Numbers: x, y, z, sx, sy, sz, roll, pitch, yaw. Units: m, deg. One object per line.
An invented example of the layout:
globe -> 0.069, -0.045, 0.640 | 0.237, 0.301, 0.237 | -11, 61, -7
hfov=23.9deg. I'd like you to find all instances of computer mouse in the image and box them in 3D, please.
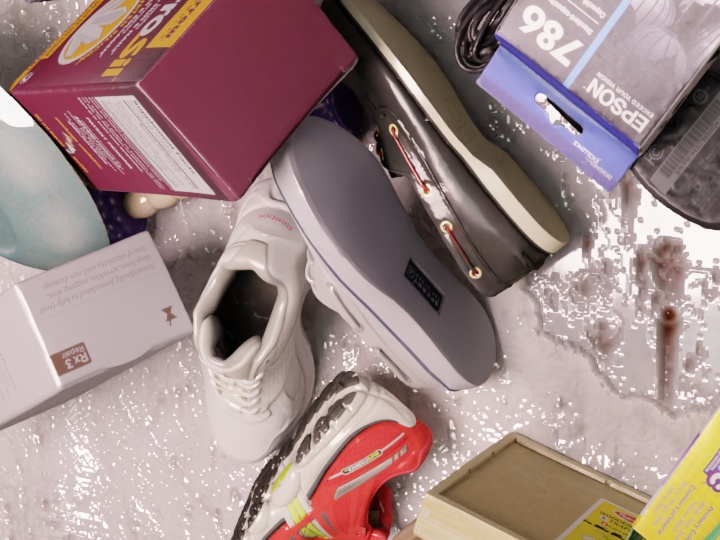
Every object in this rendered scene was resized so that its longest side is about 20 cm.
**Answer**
computer mouse -> 0.161, -0.122, 0.916 | 0.199, 0.046, 0.141 | 36, 99, 15

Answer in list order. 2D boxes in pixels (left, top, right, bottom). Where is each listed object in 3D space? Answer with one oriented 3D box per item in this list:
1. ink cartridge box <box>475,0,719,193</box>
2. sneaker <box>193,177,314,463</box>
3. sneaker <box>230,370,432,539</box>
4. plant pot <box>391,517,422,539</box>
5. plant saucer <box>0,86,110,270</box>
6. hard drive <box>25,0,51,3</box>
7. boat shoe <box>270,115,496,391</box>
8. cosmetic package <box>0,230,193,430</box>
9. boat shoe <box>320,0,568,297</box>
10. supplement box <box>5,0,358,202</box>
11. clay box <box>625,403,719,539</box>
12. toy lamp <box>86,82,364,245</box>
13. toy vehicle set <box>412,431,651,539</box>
ink cartridge box -> 0.140, -0.138, 0.850 | 0.099, 0.039, 0.201 | 38, 119, 9
sneaker -> -0.073, 0.046, 1.032 | 0.077, 0.100, 0.202 | 18, 125, 14
sneaker -> -0.024, 0.152, 1.059 | 0.084, 0.077, 0.200 | 31, 127, -8
plant pot -> 0.074, 0.243, 1.010 | 0.199, 0.092, 0.203 | 7, 105, 28
plant saucer -> -0.245, -0.062, 1.087 | 0.200, 0.039, 0.202 | 34, 155, 18
hard drive -> -0.165, -0.274, 1.040 | 0.134, 0.042, 0.202 | -17, 77, 31
boat shoe -> 0.000, 0.000, 0.975 | 0.065, 0.074, 0.201 | -14, 122, 39
cosmetic package -> -0.197, 0.047, 1.075 | 0.200, 0.101, 0.075 | -29, 85, 54
boat shoe -> 0.035, -0.077, 0.974 | 0.063, 0.074, 0.202 | -38, 85, 22
supplement box -> -0.106, -0.110, 0.966 | 0.086, 0.111, 0.199 | 49, 160, -25
clay box -> 0.212, 0.077, 0.883 | 0.047, 0.115, 0.201 | 37, 116, 16
toy lamp -> -0.084, -0.065, 1.056 | 0.199, 0.058, 0.059 | -21, 90, 34
toy vehicle set -> 0.142, 0.157, 0.934 | 0.198, 0.124, 0.027 | 24, 111, 23
